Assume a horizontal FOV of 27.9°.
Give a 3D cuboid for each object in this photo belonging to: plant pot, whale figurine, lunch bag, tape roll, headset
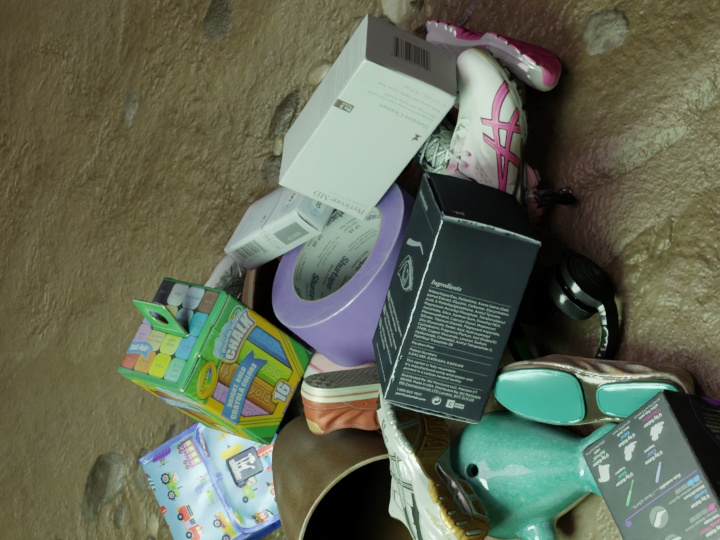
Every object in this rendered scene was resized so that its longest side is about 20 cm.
[{"bbox_3d":[-0.018,0.239,1.583,0.200,0.186,0.188,41,111,58],"label":"plant pot"},{"bbox_3d":[0.169,0.197,1.434,0.199,0.103,0.161,-13,72,41],"label":"whale figurine"},{"bbox_3d":[-0.146,0.246,1.743,0.199,0.094,0.151,-35,74,28],"label":"lunch bag"},{"bbox_3d":[0.000,0.000,1.610,0.199,0.085,0.201,-33,36,27],"label":"tape roll"},{"bbox_3d":[0.204,0.017,1.479,0.123,0.094,0.202,-11,89,39],"label":"headset"}]

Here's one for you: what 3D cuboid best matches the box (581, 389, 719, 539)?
[{"bbox_3d":[0.303,0.221,1.280,0.106,0.122,0.201,-43,53,30],"label":"box"}]

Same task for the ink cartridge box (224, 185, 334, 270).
[{"bbox_3d":[-0.065,-0.106,1.694,0.160,0.047,0.201,-26,32,52],"label":"ink cartridge box"}]

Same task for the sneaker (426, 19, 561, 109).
[{"bbox_3d":[0.139,-0.213,1.581,0.200,0.081,0.089,25,103,52],"label":"sneaker"}]

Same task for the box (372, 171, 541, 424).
[{"bbox_3d":[0.091,0.024,1.442,0.148,0.103,0.201,-100,26,-68],"label":"box"}]

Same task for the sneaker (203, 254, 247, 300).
[{"bbox_3d":[-0.204,0.054,1.867,0.099,0.078,0.201,44,111,45],"label":"sneaker"}]

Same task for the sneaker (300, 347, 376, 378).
[{"bbox_3d":[0.000,0.105,1.655,0.200,0.075,0.105,22,79,55],"label":"sneaker"}]

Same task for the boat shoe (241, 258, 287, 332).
[{"bbox_3d":[-0.132,0.080,1.787,0.066,0.074,0.202,-7,76,39],"label":"boat shoe"}]

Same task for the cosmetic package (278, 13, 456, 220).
[{"bbox_3d":[0.006,-0.157,1.525,0.200,0.112,0.082,-54,23,40],"label":"cosmetic package"}]

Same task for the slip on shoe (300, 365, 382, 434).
[{"bbox_3d":[0.030,0.139,1.533,0.074,0.198,0.062,-145,56,-61],"label":"slip on shoe"}]

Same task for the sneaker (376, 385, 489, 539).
[{"bbox_3d":[0.050,0.202,1.431,0.088,0.075,0.201,-52,46,36],"label":"sneaker"}]

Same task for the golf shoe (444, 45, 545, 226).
[{"bbox_3d":[0.128,-0.129,1.500,0.072,0.092,0.202,8,116,64],"label":"golf shoe"}]

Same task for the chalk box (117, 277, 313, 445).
[{"bbox_3d":[-0.176,0.093,1.624,0.124,0.200,0.125,10,70,46],"label":"chalk box"}]

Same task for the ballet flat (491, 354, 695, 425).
[{"bbox_3d":[0.227,0.113,1.400,0.198,0.067,0.069,5,114,25],"label":"ballet flat"}]

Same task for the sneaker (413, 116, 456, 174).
[{"bbox_3d":[0.068,-0.149,1.626,0.077,0.085,0.201,-50,51,26],"label":"sneaker"}]
